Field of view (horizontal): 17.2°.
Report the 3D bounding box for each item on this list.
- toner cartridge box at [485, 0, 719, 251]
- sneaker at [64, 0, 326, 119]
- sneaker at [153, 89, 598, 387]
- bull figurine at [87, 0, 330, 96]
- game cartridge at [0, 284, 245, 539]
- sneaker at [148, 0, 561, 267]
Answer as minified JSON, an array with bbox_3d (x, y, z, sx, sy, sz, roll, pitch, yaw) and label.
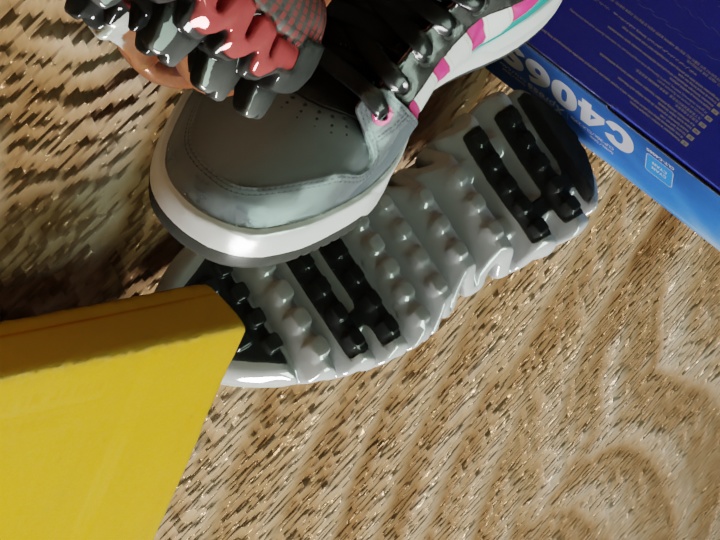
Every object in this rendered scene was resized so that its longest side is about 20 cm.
[{"bbox_3d":[0.150,-0.059,0.897,0.095,0.200,0.043,-44,160,-17],"label":"toner cartridge box"},{"bbox_3d":[-0.052,-0.112,0.514,0.098,0.071,0.200,-55,139,-9],"label":"sneaker"},{"bbox_3d":[0.000,0.000,0.872,0.199,0.076,0.081,-23,172,-39],"label":"sneaker"},{"bbox_3d":[-0.008,-0.133,0.635,0.201,0.065,0.121,-58,155,11],"label":"bull figurine"},{"bbox_3d":[-0.139,0.099,0.764,0.176,0.032,0.201,-11,134,-47],"label":"game cartridge"},{"bbox_3d":[0.017,-0.093,0.720,0.200,0.083,0.121,-46,166,-36],"label":"sneaker"}]
